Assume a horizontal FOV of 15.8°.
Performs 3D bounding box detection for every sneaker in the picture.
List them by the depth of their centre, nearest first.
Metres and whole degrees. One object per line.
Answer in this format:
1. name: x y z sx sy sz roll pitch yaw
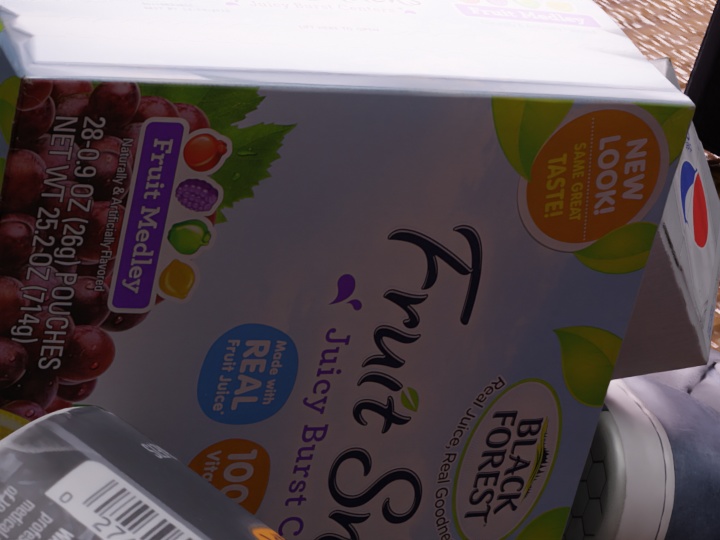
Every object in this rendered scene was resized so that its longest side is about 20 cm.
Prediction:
1. sneaker: 0.095 0.043 0.810 0.146 0.077 0.202 8 23 -25

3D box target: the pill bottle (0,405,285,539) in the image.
1. pill bottle: -0.011 0.125 0.529 0.200 0.106 0.106 36 33 15

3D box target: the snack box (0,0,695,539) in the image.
1. snack box: -0.027 0.030 0.638 0.168 0.200 0.068 1 31 -25

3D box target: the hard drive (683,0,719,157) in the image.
1. hard drive: 0.234 -0.068 1.025 0.200 0.135 0.042 18 48 3

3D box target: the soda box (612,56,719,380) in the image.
1. soda box: 0.000 0.000 0.743 0.200 0.063 0.068 -11 33 20
